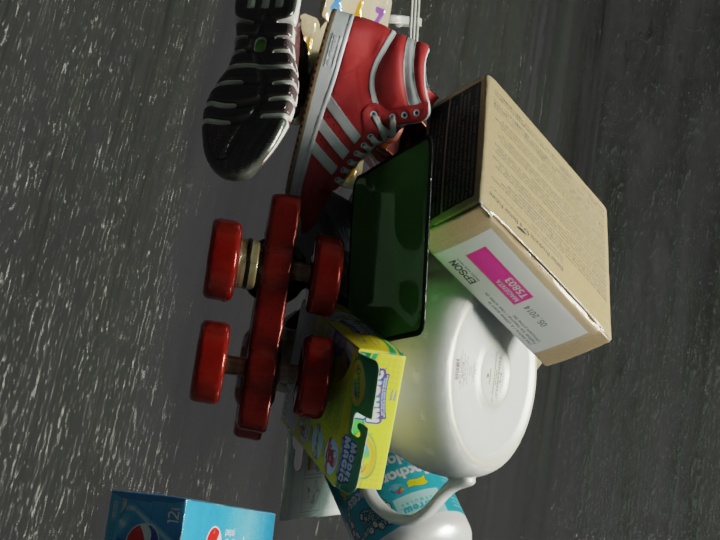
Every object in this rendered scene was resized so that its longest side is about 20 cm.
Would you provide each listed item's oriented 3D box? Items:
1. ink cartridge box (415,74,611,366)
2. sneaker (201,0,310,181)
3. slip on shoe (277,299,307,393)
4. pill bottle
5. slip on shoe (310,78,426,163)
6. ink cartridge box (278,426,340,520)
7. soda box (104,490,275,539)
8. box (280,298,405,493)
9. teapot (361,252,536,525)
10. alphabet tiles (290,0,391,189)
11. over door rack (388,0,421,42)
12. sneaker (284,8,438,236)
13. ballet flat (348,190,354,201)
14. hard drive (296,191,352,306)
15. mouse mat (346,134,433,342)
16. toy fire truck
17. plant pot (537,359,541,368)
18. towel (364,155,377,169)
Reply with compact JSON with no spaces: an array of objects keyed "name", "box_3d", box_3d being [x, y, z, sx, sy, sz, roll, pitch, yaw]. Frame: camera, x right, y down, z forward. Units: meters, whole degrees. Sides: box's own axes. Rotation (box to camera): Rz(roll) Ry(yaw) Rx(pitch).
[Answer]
[{"name":"ink cartridge box","box_3d":[0.137,-0.042,1.225,0.200,0.075,0.166,44,37,-31]},{"name":"sneaker","box_3d":[-0.075,-0.142,1.188,0.116,0.075,0.202,71,28,-60]},{"name":"slip on shoe","box_3d":[-0.037,0.056,1.365,0.200,0.075,0.061,-33,135,-60]},{"name":"pill bottle","box_3d":[0.038,0.229,1.349,0.201,0.110,0.111,63,-1,31]},{"name":"slip on shoe","box_3d":[0.012,-0.149,1.333,0.200,0.061,0.075,34,73,-57]},{"name":"ink cartridge box","box_3d":[-0.041,0.173,1.457,0.199,0.050,0.165,10,85,-59]},{"name":"soda box","box_3d":[-0.131,0.215,1.100,0.200,0.063,0.069,39,56,-70]},{"name":"box","box_3d":[-0.014,0.104,1.186,0.200,0.048,0.119,-141,-120,-70]},{"name":"teapot","box_3d":[0.061,0.095,1.274,0.201,0.144,0.199,-54,132,-41]},{"name":"alphabet tiles","box_3d":[-0.019,-0.180,1.342,0.199,0.014,0.199,4,97,-60]},{"name":"over door rack","box_3d":[-0.002,-0.262,1.434,0.199,0.066,0.150,-8,102,-59]},{"name":"sneaker","box_3d":[0.002,-0.115,1.225,0.071,0.111,0.203,-82,-173,-72]},{"name":"ballet flat","box_3d":[0.011,-0.003,1.525,0.064,0.066,0.202,-124,-148,-52]},{"name":"hard drive","box_3d":[0.000,0.000,1.382,0.199,0.042,0.136,28,40,-54]},{"name":"mouse mat","box_3d":[0.022,-0.018,1.195,0.200,0.007,0.163,158,-63,-71]},{"name":"toy fire truck","box_3d":[-0.082,0.042,1.188,0.168,0.110,0.203,141,-44,-80]},{"name":"plant pot","box_3d":[0.103,0.093,1.504,0.202,0.186,0.187,-60,157,-10]},{"name":"towel","box_3d":[0.070,-0.088,1.497,0.030,0.200,0.146,-49,165,-2]}]
